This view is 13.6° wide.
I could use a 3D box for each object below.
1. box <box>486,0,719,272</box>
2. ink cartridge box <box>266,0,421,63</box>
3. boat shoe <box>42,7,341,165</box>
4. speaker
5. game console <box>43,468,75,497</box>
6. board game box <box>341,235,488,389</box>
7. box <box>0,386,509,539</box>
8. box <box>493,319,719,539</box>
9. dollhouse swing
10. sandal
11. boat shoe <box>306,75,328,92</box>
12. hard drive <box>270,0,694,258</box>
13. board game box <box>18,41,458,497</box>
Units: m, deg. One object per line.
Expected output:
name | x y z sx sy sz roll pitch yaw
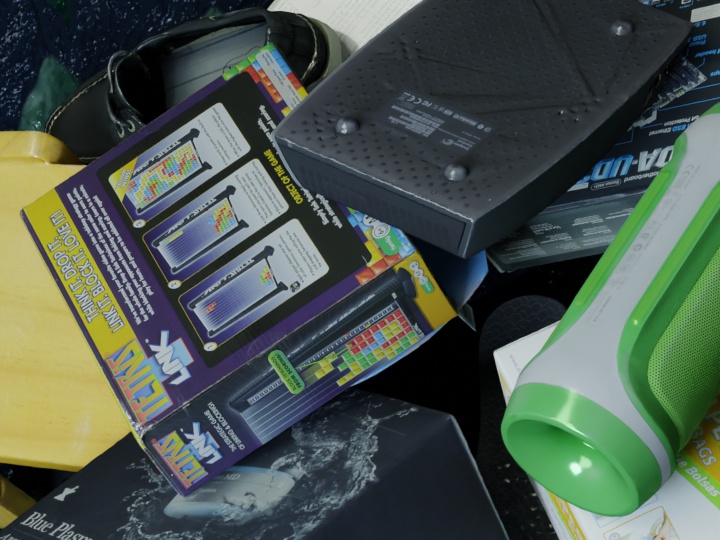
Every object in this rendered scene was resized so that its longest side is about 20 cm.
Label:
box | 0.158 -0.091 1.563 0.199 0.046 0.159 -12 52 31
ink cartridge box | 0.011 -0.075 1.705 0.200 0.050 0.161 44 100 20
boat shoe | -0.110 -0.103 1.701 0.199 0.066 0.075 -12 71 30
speaker | 0.146 0.015 1.399 0.088 0.089 0.200 13 57 39
game console | -0.101 0.114 1.711 0.199 0.031 0.178 -11 66 34
board game box | 0.000 0.000 1.563 0.158 0.039 0.200 -26 39 17
box | -0.060 0.154 1.500 0.200 0.118 0.196 -37 28 -26
box | 0.153 0.119 1.448 0.101 0.113 0.200 -23 55 -4
dollhouse swing | -0.155 0.042 1.696 0.175 0.182 0.201 8 74 18
sandal | 0.090 0.113 1.567 0.076 0.043 0.201 1 68 27
boat shoe | -0.047 -0.017 1.661 0.075 0.060 0.201 23 89 27
hard drive | 0.063 -0.082 1.491 0.135 0.042 0.200 24 45 28
board game box | -0.065 -0.004 1.522 0.165 0.057 0.200 -34 43 1
